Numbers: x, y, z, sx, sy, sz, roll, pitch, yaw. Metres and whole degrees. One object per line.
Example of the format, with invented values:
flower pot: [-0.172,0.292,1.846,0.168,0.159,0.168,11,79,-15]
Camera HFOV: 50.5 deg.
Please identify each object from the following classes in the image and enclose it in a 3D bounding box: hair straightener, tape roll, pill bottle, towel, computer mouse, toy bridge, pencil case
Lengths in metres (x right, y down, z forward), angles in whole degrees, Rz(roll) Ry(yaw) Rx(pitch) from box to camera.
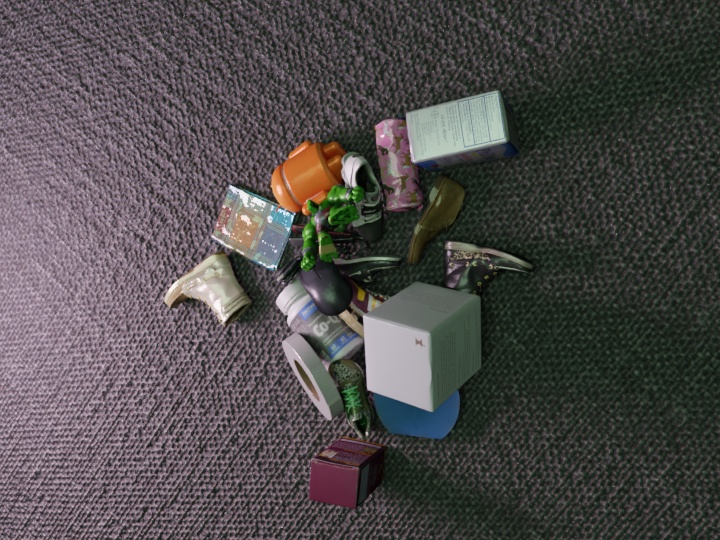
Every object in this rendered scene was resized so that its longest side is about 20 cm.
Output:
hair straightener: [-0.071,-0.055,1.721,0.194,0.041,0.079,9,62,13]
tape roll: [-0.104,0.232,1.665,0.037,0.203,0.205,-31,78,-17]
pill bottle: [-0.092,0.117,1.698,0.114,0.113,0.201,-45,78,14]
towel: [-0.251,-0.102,1.800,0.196,0.022,0.150,24,98,18]
computer mouse: [-0.091,0.016,1.618,0.138,0.053,0.200,-40,50,-4]
toy bridge: [-0.017,0.102,1.669,0.027,0.067,0.200,-42,95,12]
pencil case: [0.085,-0.227,1.651,0.085,0.082,0.206,-9,87,37]

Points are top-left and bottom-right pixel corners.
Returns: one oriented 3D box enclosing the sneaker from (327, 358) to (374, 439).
sneaker: [-0.012,0.280,1.644,0.075,0.089,0.203,-23,118,1]

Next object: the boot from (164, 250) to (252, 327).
boot: [-0.364,0.071,1.817,0.198,0.072,0.157,-36,82,15]

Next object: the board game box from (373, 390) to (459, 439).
board game box: [0.126,0.278,1.665,0.195,0.039,0.163,2,97,22]

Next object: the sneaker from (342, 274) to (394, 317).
sneaker: [0.036,0.070,1.660,0.090,0.075,0.201,-40,104,9]

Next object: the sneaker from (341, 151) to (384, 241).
sneaker: [0.012,-0.149,1.641,0.073,0.088,0.204,-25,114,-16]

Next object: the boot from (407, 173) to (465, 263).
boot: [0.161,-0.099,1.635,0.074,0.074,0.204,26,97,7]

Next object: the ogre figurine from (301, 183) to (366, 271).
ogre figurine: [-0.067,-0.106,1.610,0.096,0.120,0.204,10,114,-21]

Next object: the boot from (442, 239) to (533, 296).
boot: [0.255,0.026,1.597,0.195,0.073,0.155,14,94,22]

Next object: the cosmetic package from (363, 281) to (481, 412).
cosmetic package: [0.128,0.146,1.535,0.163,0.198,0.172,13,116,35]

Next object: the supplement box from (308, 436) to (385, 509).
supplement box: [-0.025,0.429,1.631,0.107,0.199,0.088,6,93,18]

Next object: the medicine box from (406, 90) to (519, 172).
medicine box: [0.211,-0.278,1.552,0.195,0.182,0.106,-9,88,19]

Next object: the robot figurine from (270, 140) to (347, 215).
robot figurine: [-0.116,-0.209,1.704,0.197,0.117,0.146,-28,96,16]

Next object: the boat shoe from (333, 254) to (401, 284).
boat shoe: [0.000,0.000,1.687,0.195,0.074,0.062,-5,89,22]
